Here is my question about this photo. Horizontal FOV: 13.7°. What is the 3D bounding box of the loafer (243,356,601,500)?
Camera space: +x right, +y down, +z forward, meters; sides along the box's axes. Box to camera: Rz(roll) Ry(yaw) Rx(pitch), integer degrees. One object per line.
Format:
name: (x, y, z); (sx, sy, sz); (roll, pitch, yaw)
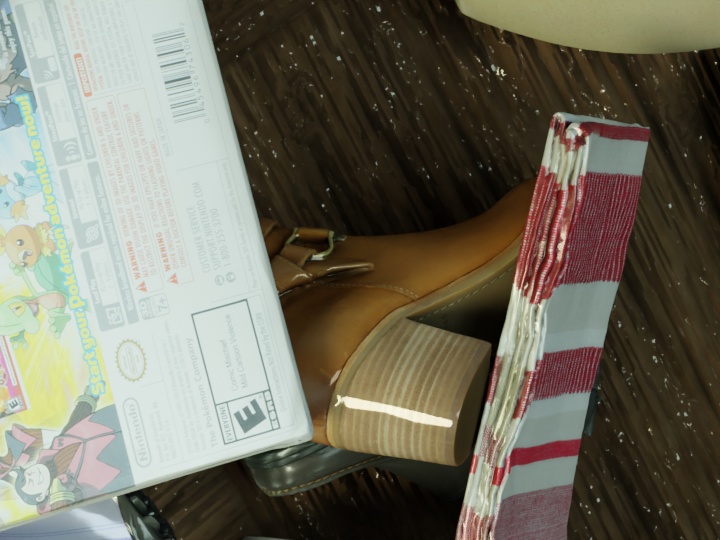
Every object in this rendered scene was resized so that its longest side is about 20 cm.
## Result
loafer: (0.036, 0.069, 1.332); (0.199, 0.073, 0.073); (-20, 105, -33)

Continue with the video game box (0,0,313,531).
video game box: (-0.129, -0.006, 1.149); (0.182, 0.047, 0.201); (-15, 91, -26)

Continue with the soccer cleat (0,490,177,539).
soccer cleat: (-0.137, 0.094, 1.220); (0.073, 0.068, 0.200); (-43, 120, -1)

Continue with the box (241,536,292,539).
box: (0.011, 0.231, 1.286); (0.152, 0.106, 0.201); (21, 77, -32)

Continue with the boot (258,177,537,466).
boot: (0.000, 0.000, 1.280); (0.200, 0.154, 0.074); (-51, 152, -54)

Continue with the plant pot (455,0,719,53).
plant pot: (0.093, -0.179, 1.325); (0.134, 0.200, 0.201); (-18, 101, 2)

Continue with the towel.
towel: (0.086, 0.034, 1.277); (0.144, 0.023, 0.201); (-3, 106, -73)
